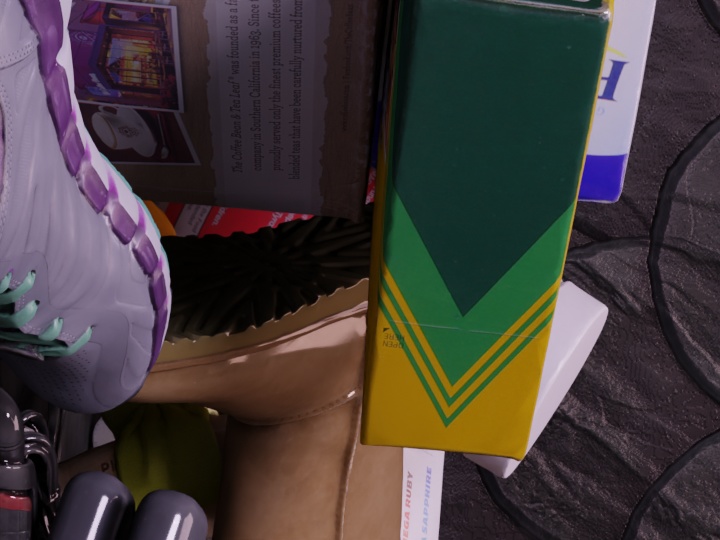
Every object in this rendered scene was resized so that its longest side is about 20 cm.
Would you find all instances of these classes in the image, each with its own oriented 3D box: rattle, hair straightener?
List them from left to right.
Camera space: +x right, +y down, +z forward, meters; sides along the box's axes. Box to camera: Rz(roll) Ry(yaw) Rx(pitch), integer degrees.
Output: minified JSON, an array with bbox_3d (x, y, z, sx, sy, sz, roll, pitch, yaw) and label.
[{"bbox_3d":[-0.122,0.100,0.762,0.077,0.041,0.201,-84,174,-59],"label":"hair straightener"},{"bbox_3d":[-0.064,0.054,0.937,0.200,0.130,0.143,8,47,-58],"label":"rattle"}]

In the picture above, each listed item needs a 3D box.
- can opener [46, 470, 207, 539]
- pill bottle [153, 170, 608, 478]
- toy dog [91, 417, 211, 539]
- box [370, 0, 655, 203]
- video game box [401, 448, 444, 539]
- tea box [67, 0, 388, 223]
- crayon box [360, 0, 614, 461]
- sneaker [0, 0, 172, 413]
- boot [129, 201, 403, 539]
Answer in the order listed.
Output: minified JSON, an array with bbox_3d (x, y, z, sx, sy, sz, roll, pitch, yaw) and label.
[{"bbox_3d":[-0.102,0.156,0.683,0.067,0.053,0.201,61,43,-67],"label":"can opener"},{"bbox_3d":[0.000,0.000,0.949,0.113,0.199,0.112,-54,168,-17],"label":"pill bottle"},{"bbox_3d":[-0.088,0.110,1.043,0.096,0.131,0.201,24,60,-48],"label":"toy dog"},{"bbox_3d":[0.056,-0.148,0.896,0.184,0.104,0.201,-102,-161,-74],"label":"box"},{"bbox_3d":[-0.050,0.179,1.088,0.047,0.199,0.183,32,53,-39],"label":"video game box"},{"bbox_3d":[-0.051,-0.149,0.695,0.200,0.133,0.198,94,2,-64],"label":"tea box"},{"bbox_3d":[0.037,-0.074,0.690,0.201,0.058,0.173,-85,-178,-47],"label":"crayon box"},{"bbox_3d":[-0.104,-0.008,0.574,0.201,0.074,0.088,76,25,-50],"label":"sneaker"},{"bbox_3d":[-0.042,0.087,0.797,0.066,0.174,0.201,34,-55,44],"label":"boot"}]
